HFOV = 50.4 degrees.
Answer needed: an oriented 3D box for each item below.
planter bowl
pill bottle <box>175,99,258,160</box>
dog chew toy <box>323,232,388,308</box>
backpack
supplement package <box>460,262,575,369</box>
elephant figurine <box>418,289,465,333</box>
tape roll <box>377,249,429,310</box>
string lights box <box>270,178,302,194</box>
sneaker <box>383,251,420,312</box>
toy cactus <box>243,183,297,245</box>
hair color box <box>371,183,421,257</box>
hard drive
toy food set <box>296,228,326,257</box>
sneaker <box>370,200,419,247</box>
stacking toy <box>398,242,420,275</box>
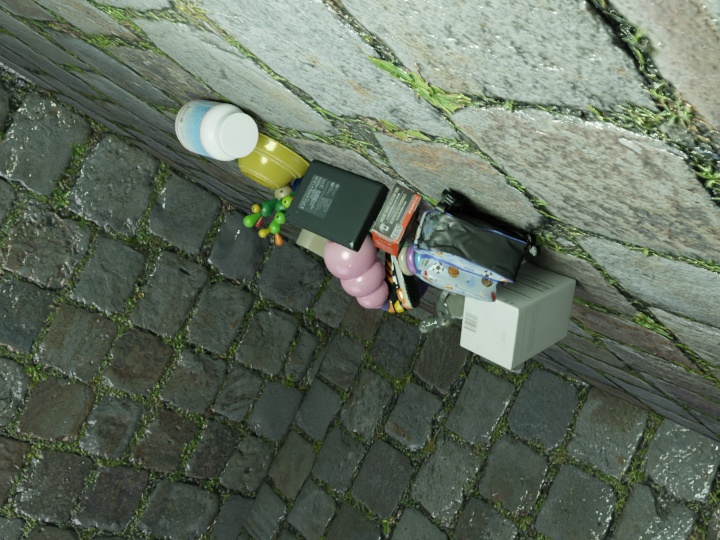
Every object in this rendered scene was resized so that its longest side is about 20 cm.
[{"bbox_3d":[-0.212,-0.238,1.713,0.198,0.085,0.200,27,175,3],"label":"planter bowl"},{"bbox_3d":[-0.284,-0.278,1.521,0.108,0.110,0.199,30,176,-38],"label":"pill bottle"},{"bbox_3d":[0.000,0.000,1.728,0.124,0.124,0.202,20,144,58],"label":"dog chew toy"},{"bbox_3d":[0.177,-0.035,1.320,0.197,0.156,0.191,25,-173,-11],"label":"backpack"},{"bbox_3d":[0.295,0.079,1.431,0.119,0.124,0.198,23,-151,40],"label":"supplement package"},{"bbox_3d":[0.228,0.067,1.705,0.196,0.158,0.142,10,166,16],"label":"elephant figurine"},{"bbox_3d":[0.072,-0.007,1.873,0.198,0.203,0.085,29,176,-22],"label":"tape roll"},{"bbox_3d":[-0.189,-0.221,1.935,0.101,0.060,0.200,27,176,18],"label":"string lights box"},{"bbox_3d":[0.072,0.000,1.793,0.089,0.204,0.069,-21,168,32],"label":"sneaker"},{"bbox_3d":[-0.168,-0.150,1.746,0.103,0.197,0.166,54,-163,-31],"label":"toy cactus"},{"bbox_3d":[0.071,-0.095,1.517,0.060,0.103,0.200,27,176,6],"label":"hair color box"},{"bbox_3d":[-0.052,-0.134,1.549,0.198,0.142,0.033,24,175,37],"label":"hard drive"},{"bbox_3d":[-0.057,-0.091,2.063,0.198,0.146,0.060,28,175,-17],"label":"toy food set"},{"bbox_3d":[0.054,-0.106,1.658,0.197,0.080,0.085,17,153,-30],"label":"sneaker"},{"bbox_3d":[0.183,-0.027,1.693,0.197,0.087,0.085,4,162,38],"label":"stacking toy"}]
